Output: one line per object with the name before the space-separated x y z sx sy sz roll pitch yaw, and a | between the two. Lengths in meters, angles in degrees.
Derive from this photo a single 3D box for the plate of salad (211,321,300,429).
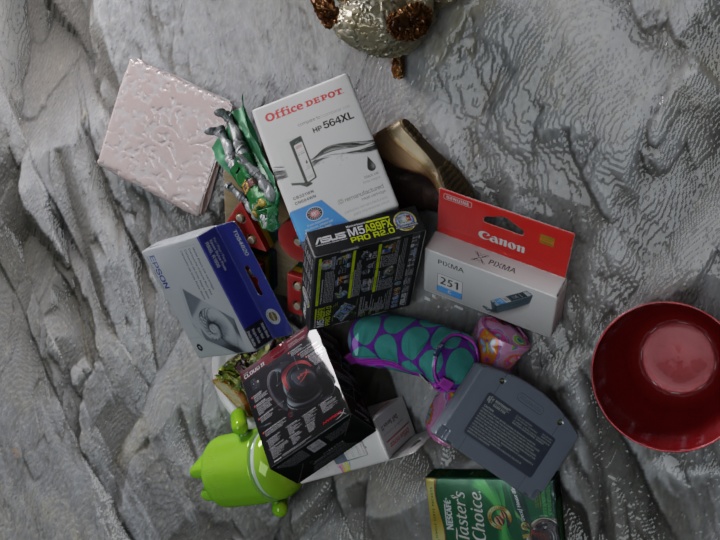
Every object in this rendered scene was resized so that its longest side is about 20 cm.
plate of salad | -0.151 0.167 1.809 0.199 0.048 0.201 5 102 23

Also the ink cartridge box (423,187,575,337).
ink cartridge box | 0.185 -0.009 1.582 0.199 0.045 0.177 21 143 18

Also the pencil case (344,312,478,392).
pencil case | 0.071 0.114 1.643 0.200 0.093 0.085 11 149 50

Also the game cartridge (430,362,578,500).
game cartridge | 0.205 0.218 1.599 0.200 0.041 0.133 36 81 -23

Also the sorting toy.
sorting toy | -0.123 -0.034 1.707 0.199 0.070 0.200 17 128 20

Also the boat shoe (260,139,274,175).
boat shoe | -0.125 -0.142 1.724 0.072 0.063 0.201 24 128 8

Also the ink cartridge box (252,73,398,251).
ink cartridge box | -0.048 -0.148 1.589 0.145 0.084 0.201 -22 82 -1

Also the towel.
towel | -0.303 -0.210 1.804 0.199 0.032 0.192 27 109 15

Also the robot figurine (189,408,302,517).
robot figurine | -0.168 0.307 1.801 0.199 0.116 0.176 -16 105 32

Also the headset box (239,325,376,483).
headset box | -0.082 0.183 1.683 0.148 0.075 0.200 -36 49 13

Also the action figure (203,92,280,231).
action figure | -0.159 -0.137 1.623 0.201 0.054 0.118 61 141 25

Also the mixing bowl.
mixing bowl | 0.413 0.128 1.525 0.199 0.108 0.201 5 102 21

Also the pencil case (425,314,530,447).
pencil case | 0.167 0.163 1.656 0.087 0.087 0.201 31 112 14

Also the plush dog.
plush dog | 0.025 -0.337 1.558 0.199 0.172 0.161 9 105 20

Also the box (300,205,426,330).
box | 0.000 0.000 1.603 0.159 0.200 0.044 -14 60 -13

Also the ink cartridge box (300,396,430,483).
ink cartridge box | 0.004 0.248 1.720 0.199 0.117 0.068 -19 94 25

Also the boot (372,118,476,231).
boot | 0.064 -0.101 1.660 0.200 0.072 0.166 52 125 6

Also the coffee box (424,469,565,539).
coffee box | 0.198 0.357 1.701 0.199 0.044 0.124 -2 100 24

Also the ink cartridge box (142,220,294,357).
ink cartridge box | -0.218 0.034 1.735 0.199 0.041 0.200 -13 109 44
